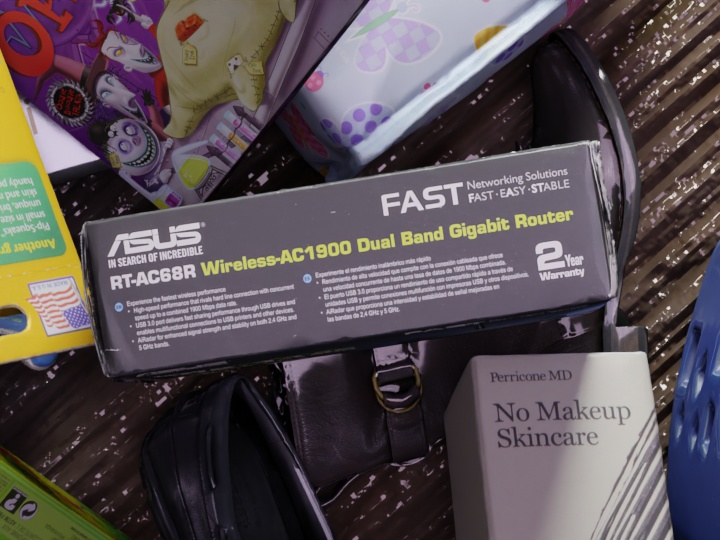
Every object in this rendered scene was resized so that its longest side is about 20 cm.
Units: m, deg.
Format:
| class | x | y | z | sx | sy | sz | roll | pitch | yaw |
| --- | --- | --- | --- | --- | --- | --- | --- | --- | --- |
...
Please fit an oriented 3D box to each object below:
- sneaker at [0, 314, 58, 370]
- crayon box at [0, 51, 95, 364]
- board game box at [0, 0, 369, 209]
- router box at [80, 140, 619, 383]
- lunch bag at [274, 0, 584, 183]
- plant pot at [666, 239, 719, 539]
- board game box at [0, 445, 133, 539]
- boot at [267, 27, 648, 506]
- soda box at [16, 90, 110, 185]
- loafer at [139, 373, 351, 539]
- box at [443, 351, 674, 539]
| class | x | y | z | sx | sy | sz | roll | pitch | yaw |
| --- | --- | --- | --- | --- | --- | --- | --- | --- | --- |
| sneaker | -0.222 | 0.040 | 0.987 | 0.199 | 0.076 | 0.077 | -24 | 92 | -1 |
| crayon box | -0.192 | -0.045 | 0.901 | 0.125 | 0.052 | 0.201 | -11 | 73 | -44 |
| board game box | -0.061 | -0.121 | 0.911 | 0.120 | 0.032 | 0.200 | 41 | 125 | 1 |
| router box | 0.000 | 0.000 | 0.920 | 0.199 | 0.150 | 0.063 | -9 | 86 | 3 |
| lunch bag | 0.021 | -0.162 | 0.995 | 0.200 | 0.127 | 0.170 | -37 | 91 | -12 |
| plant pot | 0.225 | 0.104 | 0.975 | 0.199 | 0.200 | 0.181 | 22 | 92 | -5 |
| board game box | -0.162 | 0.125 | 0.944 | 0.102 | 0.048 | 0.200 | -51 | 136 | -5 |
| boot | 0.035 | -0.001 | 1.019 | 0.173 | 0.069 | 0.202 | -6 | 91 | -6 |
| soda box | -0.199 | -0.055 | 0.999 | 0.199 | 0.064 | 0.069 | -16 | 90 | -7 |
| loafer | -0.031 | 0.139 | 0.974 | 0.068 | 0.070 | 0.201 | -8 | 64 | -44 |
| box | 0.085 | 0.137 | 0.936 | 0.082 | 0.068 | 0.201 | -2 | 65 | -9 |
